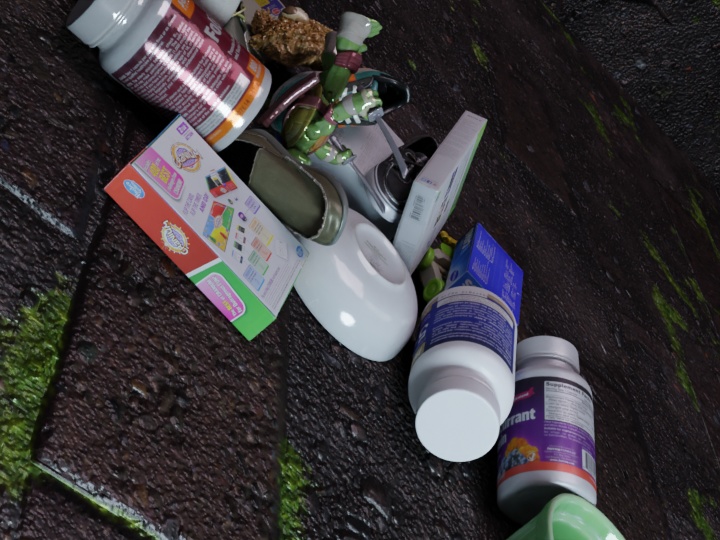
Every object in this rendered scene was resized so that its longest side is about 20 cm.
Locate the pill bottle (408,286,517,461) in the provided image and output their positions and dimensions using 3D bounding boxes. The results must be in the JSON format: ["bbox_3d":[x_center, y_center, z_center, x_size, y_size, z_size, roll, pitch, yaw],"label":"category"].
[{"bbox_3d":[0.113,0.115,1.316,0.120,0.119,0.201,45,25,-14],"label":"pill bottle"}]

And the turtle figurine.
[{"bbox_3d":[-0.006,-0.180,1.369,0.144,0.197,0.197,51,52,-67],"label":"turtle figurine"}]

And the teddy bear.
[{"bbox_3d":[-0.067,-0.298,1.518,0.144,0.067,0.199,36,18,30],"label":"teddy bear"}]

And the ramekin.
[{"bbox_3d":[0.221,0.343,1.221,0.199,0.097,0.201,40,27,-25],"label":"ramekin"}]

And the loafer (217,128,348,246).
[{"bbox_3d":[-0.090,-0.088,1.261,0.069,0.076,0.199,-1,28,-45],"label":"loafer"}]

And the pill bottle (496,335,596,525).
[{"bbox_3d":[0.212,0.180,1.358,0.111,0.111,0.202,35,43,-32],"label":"pill bottle"}]

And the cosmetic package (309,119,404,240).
[{"bbox_3d":[0.011,-0.137,1.560,0.151,0.051,0.201,49,25,-11],"label":"cosmetic package"}]

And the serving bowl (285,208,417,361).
[{"bbox_3d":[0.000,0.000,1.338,0.199,0.066,0.202,39,28,-26],"label":"serving bowl"}]

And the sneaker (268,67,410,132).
[{"bbox_3d":[-0.021,-0.212,1.469,0.198,0.079,0.073,-22,116,-38],"label":"sneaker"}]

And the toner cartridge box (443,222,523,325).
[{"bbox_3d":[0.160,0.013,1.522,0.095,0.043,0.200,45,20,-7],"label":"toner cartridge box"}]

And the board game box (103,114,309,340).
[{"bbox_3d":[-0.145,-0.047,1.175,0.200,0.040,0.153,47,25,-11],"label":"board game box"}]

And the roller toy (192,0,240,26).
[{"bbox_3d":[-0.209,-0.353,1.306,0.199,0.182,0.141,40,26,-24],"label":"roller toy"}]

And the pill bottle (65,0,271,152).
[{"bbox_3d":[-0.198,-0.226,1.234,0.199,0.114,0.115,39,27,-27],"label":"pill bottle"}]

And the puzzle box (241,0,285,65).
[{"bbox_3d":[-0.147,-0.342,1.590,0.133,0.025,0.200,49,24,-6],"label":"puzzle box"}]

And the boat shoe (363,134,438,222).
[{"bbox_3d":[0.061,-0.124,1.491,0.070,0.066,0.200,49,26,-4],"label":"boat shoe"}]

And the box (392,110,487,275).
[{"bbox_3d":[0.094,-0.094,1.476,0.036,0.146,0.200,26,38,10],"label":"box"}]

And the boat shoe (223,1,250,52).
[{"bbox_3d":[-0.175,-0.318,1.440,0.072,0.060,0.204,-6,70,-50],"label":"boat shoe"}]

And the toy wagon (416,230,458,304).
[{"bbox_3d":[0.128,0.027,1.551,0.154,0.039,0.201,36,24,-33],"label":"toy wagon"}]
